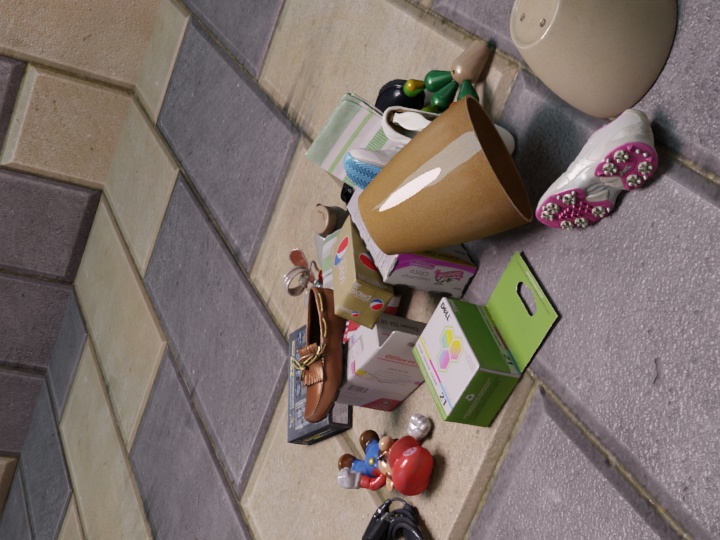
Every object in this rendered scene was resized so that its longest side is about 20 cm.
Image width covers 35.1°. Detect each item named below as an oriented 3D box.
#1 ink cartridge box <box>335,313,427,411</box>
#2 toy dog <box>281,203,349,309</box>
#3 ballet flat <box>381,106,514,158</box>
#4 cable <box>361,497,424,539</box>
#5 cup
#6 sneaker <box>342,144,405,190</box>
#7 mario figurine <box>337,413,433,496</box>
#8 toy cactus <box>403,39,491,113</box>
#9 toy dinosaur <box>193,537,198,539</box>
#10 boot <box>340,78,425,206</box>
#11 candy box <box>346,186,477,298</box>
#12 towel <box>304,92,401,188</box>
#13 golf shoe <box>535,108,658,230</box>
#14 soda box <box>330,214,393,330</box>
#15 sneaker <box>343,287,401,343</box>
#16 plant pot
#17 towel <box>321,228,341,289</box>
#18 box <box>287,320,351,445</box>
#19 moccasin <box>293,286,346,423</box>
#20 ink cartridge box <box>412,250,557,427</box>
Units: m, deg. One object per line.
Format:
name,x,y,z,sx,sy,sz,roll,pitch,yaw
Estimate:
ink cartridge box,0.043,0.129,1.703,0.200,0.115,0.068,-48,39,42
toy dog,-0.070,-0.038,1.989,0.201,0.131,0.096,-56,42,2
ballet flat,0.119,-0.194,1.621,0.069,0.198,0.070,15,-90,-74
cable,0.044,0.445,1.654,0.202,0.050,0.163,-65,35,19
cup,0.273,-0.307,1.420,0.200,0.142,0.203,-33,51,53
sneaker,0.067,-0.153,1.685,0.076,0.198,0.082,140,136,-59
mario figurine,0.033,0.267,1.679,0.199,0.105,0.125,-10,68,62
toy cactus,0.145,-0.268,1.728,0.166,0.102,0.200,-53,29,6
toy dinosaur,-0.326,0.638,2.276,0.101,0.058,0.202,131,152,-66
boot,0.035,-0.200,1.873,0.200,0.076,0.170,142,143,-60
candy box,0.073,-0.050,1.698,0.061,0.135,0.201,-63,32,27
towel,0.028,-0.175,1.784,0.153,0.199,0.023,-52,9,40
golf shoe,0.291,-0.122,1.402,0.200,0.075,0.092,-39,31,48
soda box,0.000,0.000,1.685,0.068,0.063,0.201,-59,17,25
sneaker,-0.001,0.063,1.863,0.200,0.070,0.114,-145,67,-65
plant pot,0.103,-0.104,1.530,0.199,0.186,0.188,-28,48,18
towel,0.004,-0.017,1.828,0.148,0.031,0.201,-31,34,19
box,-0.072,0.187,1.966,0.157,0.051,0.202,-32,52,54
moccasin,-0.064,0.124,1.696,0.073,0.077,0.204,-11,68,61
ink cartridge box,0.163,0.086,1.535,0.201,0.075,0.148,-63,31,29
